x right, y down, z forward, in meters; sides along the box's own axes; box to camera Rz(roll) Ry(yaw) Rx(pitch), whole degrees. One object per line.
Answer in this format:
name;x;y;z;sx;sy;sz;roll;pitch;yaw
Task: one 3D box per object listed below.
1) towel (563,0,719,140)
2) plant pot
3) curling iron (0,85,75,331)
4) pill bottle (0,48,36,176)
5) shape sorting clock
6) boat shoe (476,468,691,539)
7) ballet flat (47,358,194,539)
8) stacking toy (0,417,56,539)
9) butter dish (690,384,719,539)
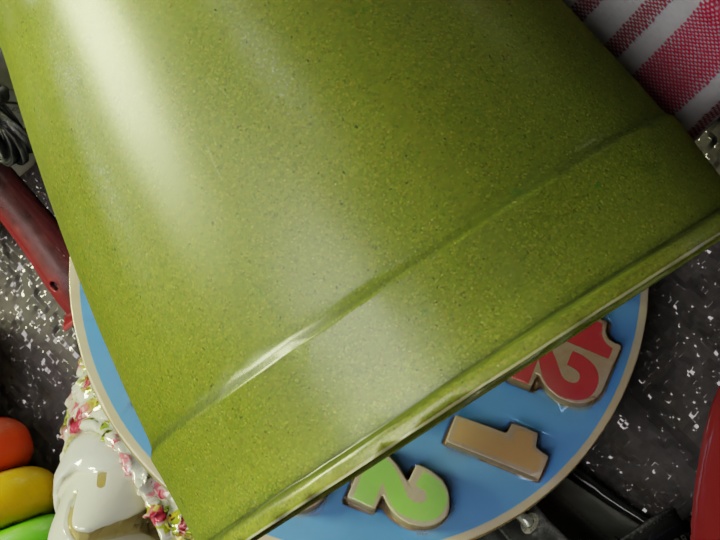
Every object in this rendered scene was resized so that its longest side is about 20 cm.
towel;0.039;-0.114;0.937;0.200;0.030;0.146;46;153;0
plant pot;-0.015;-0.044;0.897;0.200;0.200;0.193;-34;85;26
curling iron;-0.098;0.006;1.044;0.026;0.050;0.200;-36;102;-16
pill bottle;-0.152;-0.102;1.090;0.104;0.104;0.200;28;109;19
shape sorting clock;0.000;0.000;1.013;0.200;0.039;0.200;1;78;-5
boat shoe;0.098;0.116;1.022;0.200;0.071;0.064;32;112;20
ballet flat;-0.077;0.113;1.081;0.076;0.064;0.200;-51;57;49
stacking toy;-0.135;0.107;1.137;0.085;0.085;0.200;-28;79;27
butter dish;0.171;0.085;0.941;0.148;0.199;0.200;15;109;48
